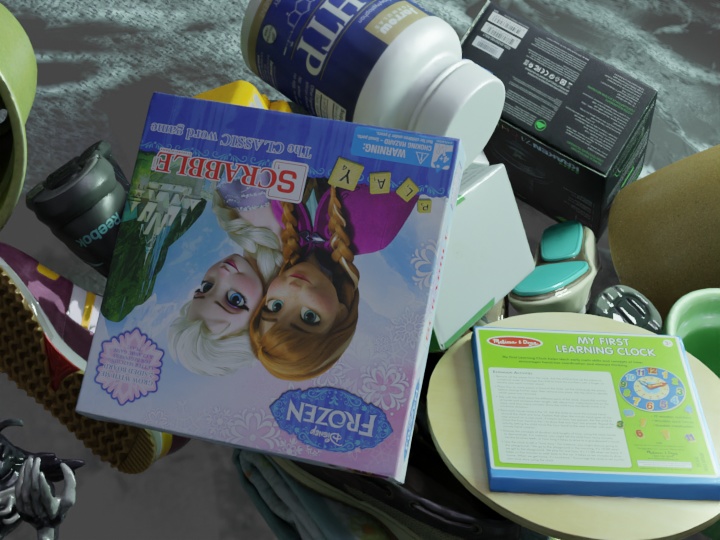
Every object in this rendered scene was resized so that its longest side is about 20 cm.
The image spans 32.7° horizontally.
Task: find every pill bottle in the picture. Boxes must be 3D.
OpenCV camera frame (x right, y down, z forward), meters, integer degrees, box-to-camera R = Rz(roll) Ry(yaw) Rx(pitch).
[{"bbox_3d":[0.011,-0.162,0.977,0.199,0.121,0.119,36,38,22],"label":"pill bottle"}]

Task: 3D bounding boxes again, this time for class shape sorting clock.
[{"bbox_3d":[0.138,0.092,0.750,0.196,0.040,0.202,3,40,-2],"label":"shape sorting clock"}]

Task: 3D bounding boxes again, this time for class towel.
[{"bbox_3d":[0.033,0.161,0.801,0.169,0.049,0.200,-9,45,-40],"label":"towel"}]

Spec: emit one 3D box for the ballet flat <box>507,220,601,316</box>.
[{"bbox_3d":[0.171,0.015,1.036,0.069,0.070,0.200,27,26,9],"label":"ballet flat"}]

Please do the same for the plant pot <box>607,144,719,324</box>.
[{"bbox_3d":[0.345,-0.042,1.042,0.184,0.200,0.189,21,51,-29],"label":"plant pot"}]

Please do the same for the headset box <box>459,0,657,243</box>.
[{"bbox_3d":[0.170,-0.129,1.132,0.173,0.200,0.093,32,81,15],"label":"headset box"}]

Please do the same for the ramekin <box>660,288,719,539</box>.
[{"bbox_3d":[0.298,0.118,0.934,0.197,0.098,0.202,17,38,-13],"label":"ramekin"}]

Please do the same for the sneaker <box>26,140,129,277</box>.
[{"bbox_3d":[-0.196,-0.040,0.895,0.080,0.075,0.200,55,-2,-16],"label":"sneaker"}]

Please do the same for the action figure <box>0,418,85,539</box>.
[{"bbox_3d":[-0.210,0.136,0.664,0.117,0.103,0.202,-2,41,-11],"label":"action figure"}]

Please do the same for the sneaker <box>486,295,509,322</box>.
[{"bbox_3d":[0.082,0.032,0.995,0.074,0.071,0.201,-2,35,10],"label":"sneaker"}]

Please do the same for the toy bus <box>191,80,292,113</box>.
[{"bbox_3d":[-0.100,-0.068,0.879,0.064,0.079,0.201,-15,34,22],"label":"toy bus"}]

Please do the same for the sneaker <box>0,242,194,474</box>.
[{"bbox_3d":[-0.180,0.048,0.823,0.200,0.075,0.090,43,38,16],"label":"sneaker"}]

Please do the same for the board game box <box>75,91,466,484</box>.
[{"bbox_3d":[-0.051,0.007,0.733,0.197,0.203,0.041,9,-11,11],"label":"board game box"}]

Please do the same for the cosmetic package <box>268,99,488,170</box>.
[{"bbox_3d":[0.001,-0.079,1.053,0.197,0.103,0.075,2,39,-22],"label":"cosmetic package"}]

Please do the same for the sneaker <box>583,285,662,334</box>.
[{"bbox_3d":[0.162,0.080,0.946,0.199,0.080,0.076,-22,64,-44],"label":"sneaker"}]

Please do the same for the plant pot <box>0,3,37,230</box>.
[{"bbox_3d":[-0.319,-0.123,0.894,0.197,0.203,0.185,16,23,-7],"label":"plant pot"}]

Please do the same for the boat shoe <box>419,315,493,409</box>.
[{"bbox_3d":[0.086,0.102,0.815,0.071,0.077,0.200,-9,37,-31],"label":"boat shoe"}]

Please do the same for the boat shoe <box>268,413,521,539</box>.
[{"bbox_3d":[0.015,0.113,0.755,0.198,0.065,0.073,31,36,14],"label":"boat shoe"}]

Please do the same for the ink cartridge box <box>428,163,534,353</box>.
[{"bbox_3d":[0.000,0.000,0.868,0.198,0.084,0.146,-9,17,37],"label":"ink cartridge box"}]
